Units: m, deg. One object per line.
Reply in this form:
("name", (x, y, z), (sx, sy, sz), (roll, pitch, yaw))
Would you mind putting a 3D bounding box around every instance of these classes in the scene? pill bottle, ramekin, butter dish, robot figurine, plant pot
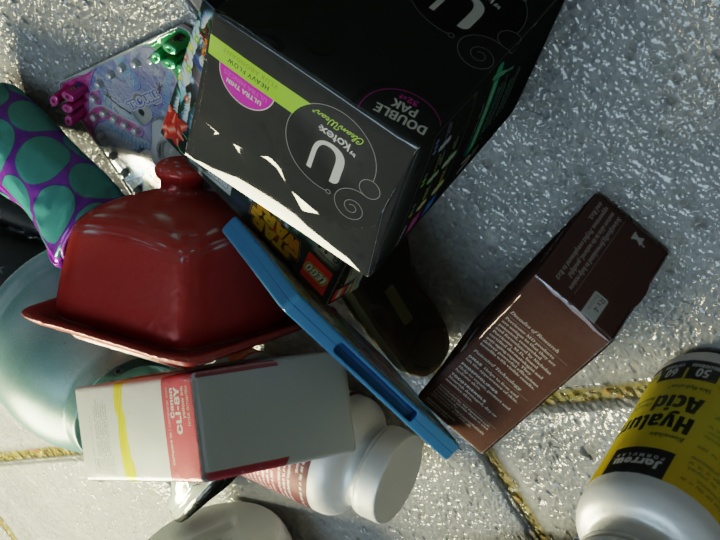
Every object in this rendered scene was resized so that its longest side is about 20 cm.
("pill bottle", (0.217, 0.159, 0.933), (0.111, 0.200, 0.112), (23, 138, 22))
("ramekin", (-0.153, 0.336, 1.437), (0.199, 0.200, 0.098), (3, 122, 39))
("butter dish", (-0.143, -0.018, 1.082), (0.198, 0.199, 0.149), (12, 108, 34))
("robot figurine", (-0.336, 0.015, 1.346), (0.199, 0.125, 0.150), (18, 160, 28))
("plant pot", (-0.232, 0.089, 1.228), (0.134, 0.199, 0.201), (45, 151, 41))
("pill bottle", (-0.049, 0.153, 1.233), (0.199, 0.113, 0.114), (21, 138, 26))

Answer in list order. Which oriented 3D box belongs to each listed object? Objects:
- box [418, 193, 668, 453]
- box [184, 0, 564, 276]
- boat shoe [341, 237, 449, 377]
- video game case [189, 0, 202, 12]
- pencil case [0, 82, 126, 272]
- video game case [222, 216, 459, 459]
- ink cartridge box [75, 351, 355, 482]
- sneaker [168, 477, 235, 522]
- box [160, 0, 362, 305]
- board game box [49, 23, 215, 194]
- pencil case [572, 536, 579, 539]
("box", (0.128, 0.044, 0.983), (0.075, 0.100, 0.200), (41, 142, 1))
("box", (0.012, -0.127, 0.839), (0.148, 0.200, 0.125), (34, 142, 10))
("boat shoe", (0.000, 0.000, 1.086), (0.076, 0.072, 0.201), (16, 136, 52))
("video game case", (-0.123, -0.276, 0.963), (0.200, 0.019, 0.142), (51, 142, -13))
("pencil case", (-0.285, -0.080, 1.199), (0.200, 0.092, 0.085), (41, 160, 27))
("video game case", (-0.015, 0.050, 1.013), (0.200, 0.018, 0.143), (45, -179, -34))
("ink cartridge box", (-0.122, 0.119, 1.087), (0.199, 0.144, 0.084), (-12, 87, 52))
("sneaker", (-0.178, 0.177, 1.416), (0.115, 0.076, 0.201), (45, 135, 10))
("box", (-0.058, -0.091, 0.990), (0.200, 0.040, 0.137), (45, 137, 18))
("board game box", (-0.160, -0.096, 1.161), (0.199, 0.026, 0.201), (-11, 118, 47))
("pencil case", (0.142, 0.290, 1.222), (0.089, 0.078, 0.199), (34, 147, -25))
